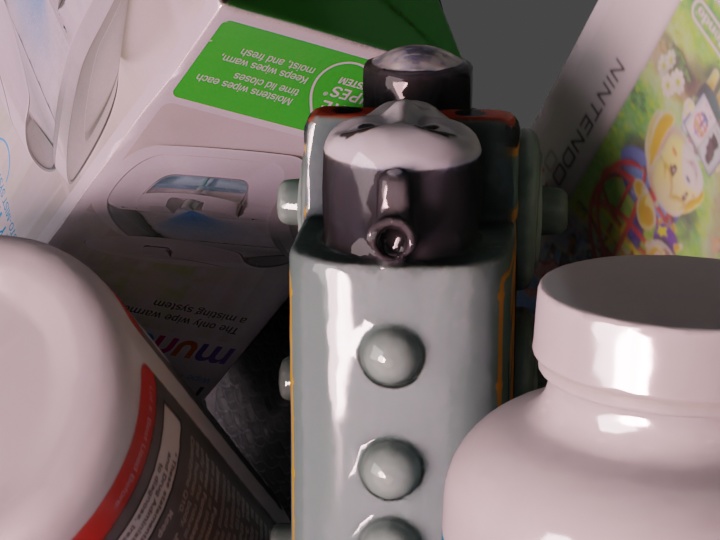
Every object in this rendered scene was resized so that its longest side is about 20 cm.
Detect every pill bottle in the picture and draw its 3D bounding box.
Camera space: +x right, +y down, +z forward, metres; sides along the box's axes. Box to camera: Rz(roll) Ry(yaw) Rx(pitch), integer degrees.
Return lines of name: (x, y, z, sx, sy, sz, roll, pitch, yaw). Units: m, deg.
pill bottle: (0.073, 0.101, 0.613, 0.111, 0.110, 0.202, 24, 117, 54)
pill bottle: (-0.084, 0.087, 0.755, 0.116, 0.116, 0.200, 54, 178, 38)

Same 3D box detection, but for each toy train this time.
toy train: (0.014, 0.042, 0.691, 0.114, 0.084, 0.202, -73, -14, -73)

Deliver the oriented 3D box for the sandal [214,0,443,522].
sandal: (0.001, 0.000, 0.828, 0.076, 0.043, 0.202, 25, 107, 45)

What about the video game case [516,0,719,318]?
video game case: (0.097, 0.030, 0.686, 0.201, 0.022, 0.183, 60, 142, 32)

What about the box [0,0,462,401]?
box: (-0.072, -0.083, 0.811, 0.177, 0.096, 0.201, -49, 44, 34)

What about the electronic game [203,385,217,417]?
electronic game: (-0.074, 0.088, 0.953, 0.200, 0.041, 0.202, -5, 85, 61)
